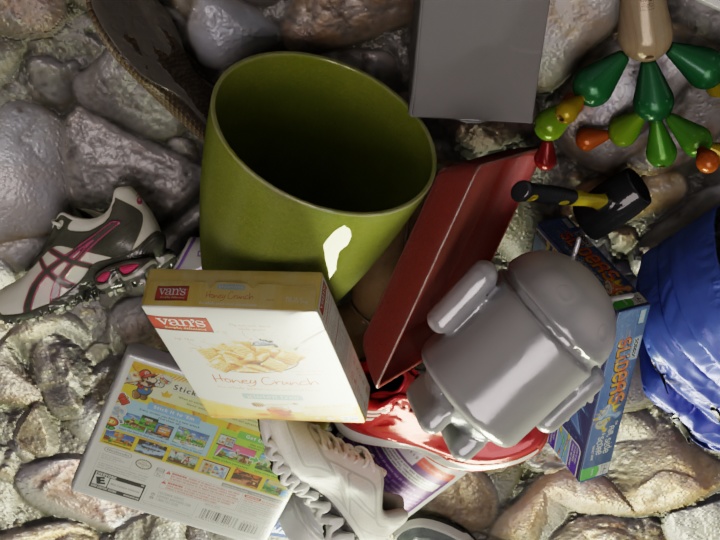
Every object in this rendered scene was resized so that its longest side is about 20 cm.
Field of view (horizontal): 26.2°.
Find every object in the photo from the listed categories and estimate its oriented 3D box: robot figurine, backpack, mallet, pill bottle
[{"bbox_3d":[0.129,0.064,1.273,0.200,0.113,0.169,-43,120,9],"label":"robot figurine"},{"bbox_3d":[0.324,0.061,1.370,0.167,0.163,0.200,-33,121,26],"label":"backpack"},{"bbox_3d":[0.172,-0.055,1.298,0.066,0.041,0.199,-39,159,34],"label":"mallet"},{"bbox_3d":[0.012,0.196,1.505,0.111,0.112,0.200,37,119,-24],"label":"pill bottle"}]

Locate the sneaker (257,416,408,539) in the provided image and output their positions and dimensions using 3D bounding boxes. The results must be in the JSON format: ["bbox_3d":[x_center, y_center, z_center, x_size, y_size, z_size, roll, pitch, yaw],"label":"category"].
[{"bbox_3d":[-0.027,0.177,1.398,0.080,0.075,0.201,-28,123,10],"label":"sneaker"}]

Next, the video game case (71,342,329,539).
[{"bbox_3d":[-0.150,0.166,1.444,0.198,0.023,0.183,19,124,-13],"label":"video game case"}]

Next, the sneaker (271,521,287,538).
[{"bbox_3d":[-0.136,0.232,1.554,0.198,0.077,0.076,25,121,-19],"label":"sneaker"}]

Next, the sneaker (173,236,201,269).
[{"bbox_3d":[-0.140,0.054,1.436,0.113,0.073,0.202,12,121,3],"label":"sneaker"}]

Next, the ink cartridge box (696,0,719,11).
[{"bbox_3d":[0.300,-0.302,1.186,0.159,0.047,0.202,21,106,-14],"label":"ink cartridge box"}]

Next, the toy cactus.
[{"bbox_3d":[0.233,-0.155,1.265,0.197,0.103,0.167,-4,117,15],"label":"toy cactus"}]

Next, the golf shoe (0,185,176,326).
[{"bbox_3d":[-0.258,-0.009,1.394,0.198,0.077,0.089,-20,94,24],"label":"golf shoe"}]

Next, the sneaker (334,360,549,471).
[{"bbox_3d":[0.069,0.125,1.359,0.197,0.079,0.116,2,162,4],"label":"sneaker"}]

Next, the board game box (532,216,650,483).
[{"bbox_3d":[0.192,0.072,1.395,0.034,0.136,0.202,-13,132,-23],"label":"board game box"}]

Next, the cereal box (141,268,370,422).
[{"bbox_3d":[-0.080,0.064,1.250,0.142,0.040,0.201,1,150,14],"label":"cereal box"}]

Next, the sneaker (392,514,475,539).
[{"bbox_3d":[0.102,0.354,1.614,0.083,0.121,0.200,-32,120,22],"label":"sneaker"}]

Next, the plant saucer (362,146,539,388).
[{"bbox_3d":[0.073,-0.015,1.292,0.036,0.199,0.202,30,108,15],"label":"plant saucer"}]

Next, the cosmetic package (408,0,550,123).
[{"bbox_3d":[0.095,-0.221,1.214,0.105,0.091,0.202,5,129,-3],"label":"cosmetic package"}]

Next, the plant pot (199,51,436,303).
[{"bbox_3d":[-0.057,-0.041,1.264,0.185,0.188,0.201,15,132,-11],"label":"plant pot"}]

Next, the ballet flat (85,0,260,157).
[{"bbox_3d":[-0.158,-0.163,1.281,0.046,0.068,0.200,-7,138,48],"label":"ballet flat"}]

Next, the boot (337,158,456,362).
[{"bbox_3d":[0.000,0.000,1.375,0.173,0.066,0.202,-12,133,-26],"label":"boot"}]
